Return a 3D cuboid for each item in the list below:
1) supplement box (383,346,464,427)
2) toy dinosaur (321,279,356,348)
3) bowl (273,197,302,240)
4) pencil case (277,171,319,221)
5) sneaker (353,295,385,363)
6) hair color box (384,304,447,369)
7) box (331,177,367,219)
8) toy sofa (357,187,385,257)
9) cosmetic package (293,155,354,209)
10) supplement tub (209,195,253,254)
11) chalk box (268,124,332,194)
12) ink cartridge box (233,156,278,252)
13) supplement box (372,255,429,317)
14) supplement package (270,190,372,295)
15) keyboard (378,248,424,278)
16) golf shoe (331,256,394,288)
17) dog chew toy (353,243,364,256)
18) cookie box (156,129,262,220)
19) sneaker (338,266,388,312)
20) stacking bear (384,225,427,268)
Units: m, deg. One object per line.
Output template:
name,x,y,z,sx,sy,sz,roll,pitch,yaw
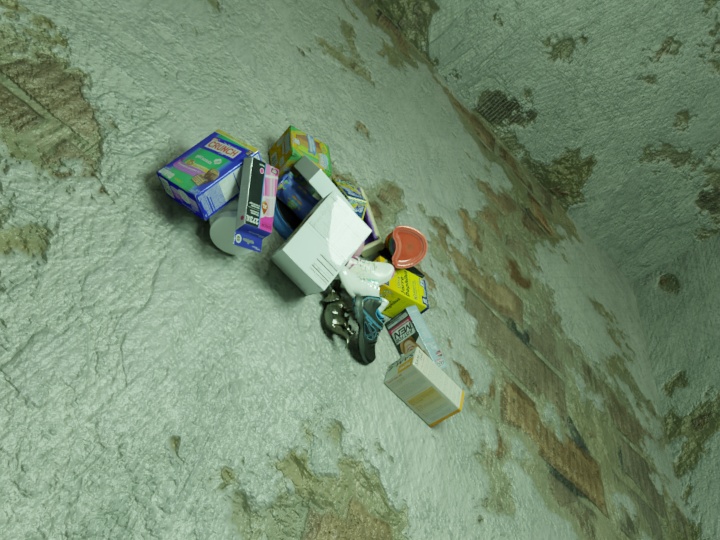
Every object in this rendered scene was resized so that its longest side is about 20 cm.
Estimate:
supplement box,0.178,0.325,1.601,0.200,0.125,0.074,44,36,-12
toy dinosaur,-0.064,0.128,1.556,0.100,0.077,0.205,18,51,-22
bowl,-0.182,-0.161,1.682,0.198,0.039,0.205,30,41,-29
pencil case,-0.158,-0.189,1.626,0.199,0.086,0.079,43,57,-12
sneaker,0.029,0.161,1.540,0.074,0.079,0.206,-86,170,-62
hair color box,0.162,0.219,1.698,0.060,0.098,0.204,-10,67,-51
box,-0.042,-0.215,1.735,0.068,0.066,0.201,10,21,-21
toy sofa,0.004,-0.155,1.825,0.098,0.081,0.205,49,20,-64
cosmetic package,-0.104,-0.233,1.607,0.151,0.052,0.200,46,2,-28
supplement tub,-0.300,-0.156,1.451,0.143,0.144,0.204,30,41,-27
chalk box,-0.166,-0.323,1.767,0.196,0.123,0.127,20,46,-37
ink cartridge box,-0.243,-0.152,1.345,0.094,0.036,0.207,17,78,-56
supplement box,0.101,0.063,1.753,0.197,0.109,0.111,26,42,-32
supplement package,-0.106,-0.065,1.490,0.147,0.191,0.201,43,72,-10
keyboard,0.114,-0.035,1.861,0.125,0.021,0.199,13,24,-50
golf shoe,0.000,0.000,1.624,0.193,0.093,0.077,-6,52,1
dog chew toy,-0.050,-0.115,1.731,0.123,0.124,0.203,32,31,-25
cookie box,-0.355,-0.235,1.380,0.169,0.077,0.200,29,58,32
sneaker,0.008,0.043,1.588,0.201,0.087,0.076,52,6,-34
stacking bear,0.129,-0.079,1.778,0.110,0.200,0.126,0,97,-10
